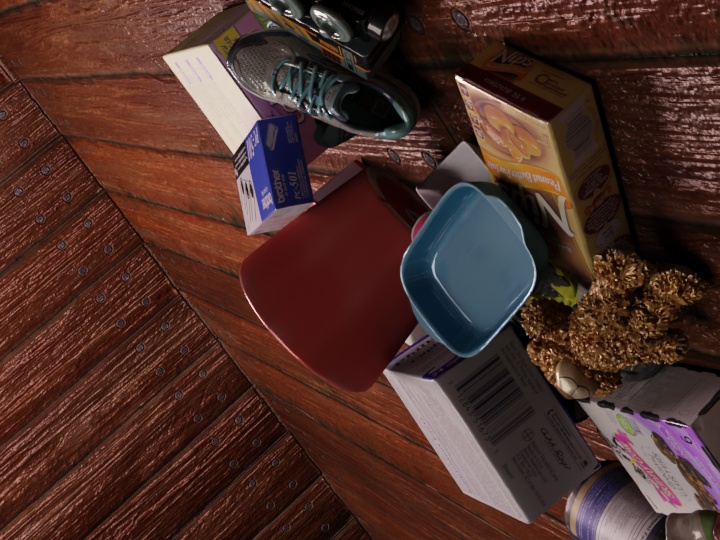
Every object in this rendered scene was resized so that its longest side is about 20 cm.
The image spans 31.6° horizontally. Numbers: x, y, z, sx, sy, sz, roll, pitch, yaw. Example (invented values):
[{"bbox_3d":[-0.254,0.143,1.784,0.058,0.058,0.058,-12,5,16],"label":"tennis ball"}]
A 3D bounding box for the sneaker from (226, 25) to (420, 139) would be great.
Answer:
[{"bbox_3d":[-0.033,-0.181,1.234,0.199,0.078,0.086,17,-164,-7],"label":"sneaker"}]

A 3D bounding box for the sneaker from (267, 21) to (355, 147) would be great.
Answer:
[{"bbox_3d":[-0.056,-0.215,1.302,0.200,0.086,0.078,55,165,-18],"label":"sneaker"}]

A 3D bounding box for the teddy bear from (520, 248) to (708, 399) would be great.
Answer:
[{"bbox_3d":[0.217,0.053,1.110,0.144,0.067,0.200,22,138,-29],"label":"teddy bear"}]

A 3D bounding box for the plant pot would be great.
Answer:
[{"bbox_3d":[0.000,0.000,1.358,0.200,0.177,0.201,41,-164,-15],"label":"plant pot"}]

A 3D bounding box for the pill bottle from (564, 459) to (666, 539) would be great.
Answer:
[{"bbox_3d":[0.336,0.306,1.451,0.200,0.112,0.112,30,156,50],"label":"pill bottle"}]

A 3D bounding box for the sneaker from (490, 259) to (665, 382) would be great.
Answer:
[{"bbox_3d":[0.215,0.026,1.221,0.200,0.075,0.085,38,-153,-10],"label":"sneaker"}]

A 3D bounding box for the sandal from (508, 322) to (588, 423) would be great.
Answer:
[{"bbox_3d":[0.194,0.074,1.387,0.201,0.080,0.057,53,-175,4],"label":"sandal"}]

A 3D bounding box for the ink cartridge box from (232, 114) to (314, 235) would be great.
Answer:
[{"bbox_3d":[-0.097,-0.099,1.365,0.200,0.044,0.095,155,104,-75],"label":"ink cartridge box"}]

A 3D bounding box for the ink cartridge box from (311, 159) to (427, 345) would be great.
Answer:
[{"bbox_3d":[0.031,-0.018,1.574,0.145,0.083,0.200,39,163,31],"label":"ink cartridge box"}]

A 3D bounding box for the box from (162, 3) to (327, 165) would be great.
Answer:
[{"bbox_3d":[-0.121,-0.215,1.498,0.176,0.097,0.200,54,165,-18],"label":"box"}]

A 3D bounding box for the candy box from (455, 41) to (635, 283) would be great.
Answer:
[{"bbox_3d":[0.160,-0.089,1.091,0.115,0.055,0.200,36,160,43],"label":"candy box"}]

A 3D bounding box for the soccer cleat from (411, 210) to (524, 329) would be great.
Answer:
[{"bbox_3d":[0.127,0.000,1.294,0.200,0.070,0.086,35,-166,-20],"label":"soccer cleat"}]

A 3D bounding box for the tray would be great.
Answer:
[{"bbox_3d":[0.120,-0.072,1.310,0.107,0.022,0.200,48,165,0],"label":"tray"}]

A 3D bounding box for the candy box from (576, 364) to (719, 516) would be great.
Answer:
[{"bbox_3d":[0.325,0.175,1.240,0.168,0.071,0.200,52,164,-15],"label":"candy box"}]

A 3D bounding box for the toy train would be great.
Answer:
[{"bbox_3d":[-0.049,-0.256,1.188,0.199,0.085,0.114,30,167,16],"label":"toy train"}]

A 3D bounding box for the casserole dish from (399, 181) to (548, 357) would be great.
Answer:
[{"bbox_3d":[0.106,-0.004,1.166,0.121,0.039,0.200,52,144,15],"label":"casserole dish"}]

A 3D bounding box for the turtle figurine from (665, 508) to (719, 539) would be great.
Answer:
[{"bbox_3d":[0.368,0.238,1.057,0.193,0.144,0.201,-21,105,40],"label":"turtle figurine"}]

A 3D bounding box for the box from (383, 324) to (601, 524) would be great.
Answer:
[{"bbox_3d":[0.135,0.155,1.370,0.184,0.105,0.200,57,167,-9],"label":"box"}]
